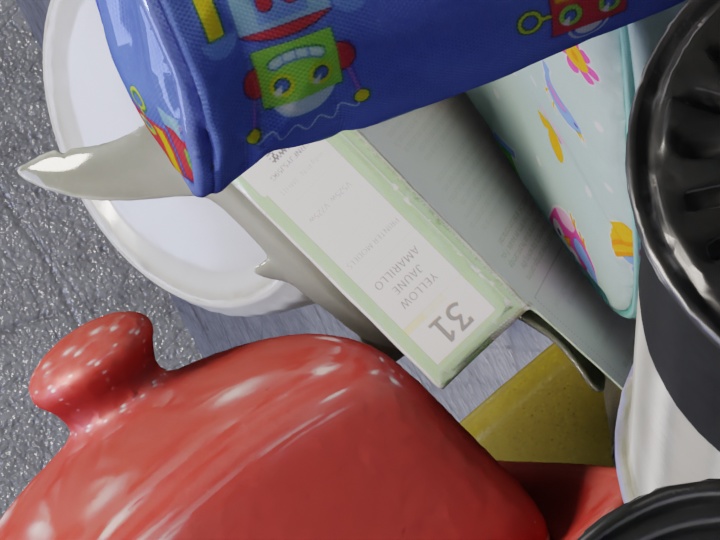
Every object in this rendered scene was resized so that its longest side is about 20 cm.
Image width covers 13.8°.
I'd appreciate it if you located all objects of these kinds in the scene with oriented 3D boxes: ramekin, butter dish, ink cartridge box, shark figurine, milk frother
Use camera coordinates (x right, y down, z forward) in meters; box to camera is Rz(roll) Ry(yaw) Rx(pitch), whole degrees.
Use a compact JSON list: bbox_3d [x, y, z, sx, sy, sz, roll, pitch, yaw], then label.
[{"bbox_3d":[-0.044,-0.074,1.218,0.202,0.094,0.203,23,125,37],"label":"ramekin"},{"bbox_3d":[-0.048,0.080,0.929,0.148,0.199,0.200,55,163,-10],"label":"butter dish"},{"bbox_3d":[0.053,0.000,0.942,0.200,0.048,0.146,46,-158,-4],"label":"ink cartridge box"},{"bbox_3d":[-0.006,0.007,0.999,0.214,0.089,0.128,13,-141,-50],"label":"shark figurine"},{"bbox_3d":[0.102,0.056,0.707,0.181,0.200,0.188,54,170,22],"label":"milk frother"}]

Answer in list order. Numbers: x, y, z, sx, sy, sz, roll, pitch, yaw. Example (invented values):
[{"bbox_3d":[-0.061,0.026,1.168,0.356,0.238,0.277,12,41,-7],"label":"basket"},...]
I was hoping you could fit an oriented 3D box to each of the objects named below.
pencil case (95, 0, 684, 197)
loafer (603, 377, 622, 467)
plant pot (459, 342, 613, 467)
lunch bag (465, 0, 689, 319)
[{"bbox_3d":[0.031,-0.088,0.691,0.087,0.199,0.078,49,157,54],"label":"pencil case"},{"bbox_3d":[0.111,0.040,1.038,0.200,0.067,0.076,58,171,25],"label":"loafer"},{"bbox_3d":[0.086,0.147,1.158,0.200,0.176,0.200,59,171,14],"label":"plant pot"},{"bbox_3d":[0.071,-0.086,0.851,0.161,0.077,0.200,55,169,31],"label":"lunch bag"}]
